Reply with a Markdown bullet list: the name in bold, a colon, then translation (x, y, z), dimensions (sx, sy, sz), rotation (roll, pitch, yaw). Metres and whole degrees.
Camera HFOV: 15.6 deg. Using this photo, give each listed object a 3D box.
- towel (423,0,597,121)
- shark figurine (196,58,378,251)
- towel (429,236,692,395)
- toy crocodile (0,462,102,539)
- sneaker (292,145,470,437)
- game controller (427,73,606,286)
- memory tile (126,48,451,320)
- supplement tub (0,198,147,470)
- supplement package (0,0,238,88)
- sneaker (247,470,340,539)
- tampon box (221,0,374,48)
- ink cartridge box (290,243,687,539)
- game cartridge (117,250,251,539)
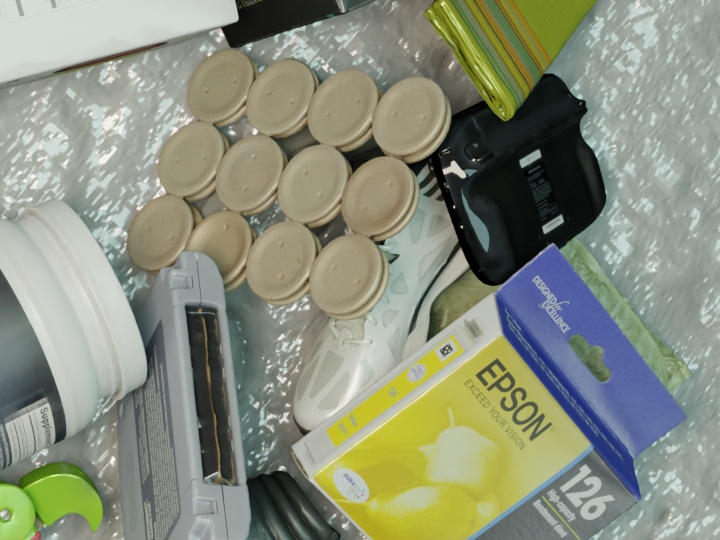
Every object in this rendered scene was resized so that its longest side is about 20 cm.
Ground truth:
- **towel**: translation (0.101, -0.171, 1.647), dimensions (0.086, 0.018, 0.200), rotation (57, 35, -14)
- **shark figurine**: translation (-0.045, -0.051, 1.618), dimensions (0.214, 0.089, 0.128), rotation (-35, 100, -19)
- **towel**: translation (0.108, 0.050, 1.700), dimensions (0.148, 0.036, 0.200), rotation (-46, 105, -14)
- **toy crocodile**: translation (-0.243, 0.175, 1.552), dimensions (0.200, 0.068, 0.062), rotation (-36, 102, -17)
- **sneaker**: translation (0.000, 0.000, 1.594), dimensions (0.201, 0.076, 0.115), rotation (-58, 138, -13)
- **game controller**: translation (0.099, -0.058, 1.627), dimensions (0.200, 0.042, 0.104), rotation (-29, 110, -60)
- **memory tile**: translation (-0.045, -0.053, 1.570), dimensions (0.017, 0.200, 0.153), rotation (34, 74, -50)
- **supplement tub**: translation (-0.239, 0.054, 1.514), dimensions (0.200, 0.140, 0.140), rotation (-27, 99, -18)
- **supplement package**: translation (-0.191, -0.169, 1.547), dimensions (0.200, 0.114, 0.110), rotation (-17, 94, -19)
- **sneaker**: translation (-0.043, 0.215, 1.624), dimensions (0.099, 0.071, 0.200), rotation (-24, 94, -14)
- **tampon box**: translation (-0.010, -0.226, 1.568), dimensions (0.150, 0.200, 0.126), rotation (-27, 99, -20)
- **ink cartridge box**: translation (0.089, 0.109, 1.613), dimensions (0.200, 0.047, 0.198), rotation (-36, 131, 6)
- **game cartridge**: translation (-0.106, 0.106, 1.526), dimensions (0.042, 0.133, 0.200), rotation (4, 53, -17)
